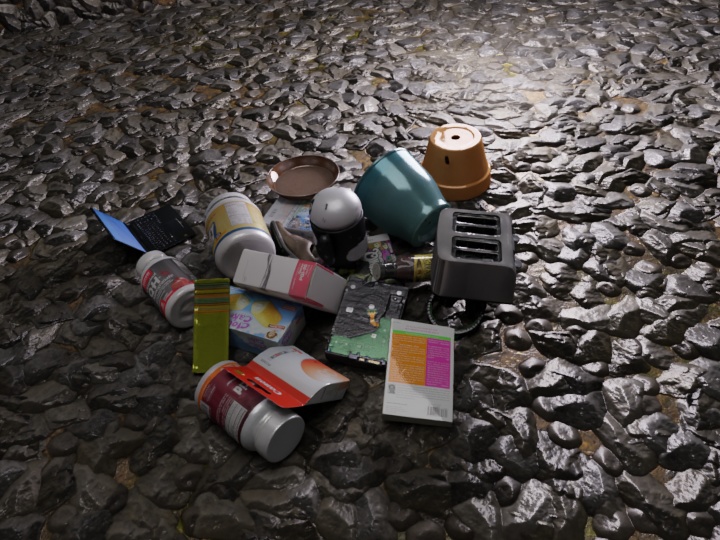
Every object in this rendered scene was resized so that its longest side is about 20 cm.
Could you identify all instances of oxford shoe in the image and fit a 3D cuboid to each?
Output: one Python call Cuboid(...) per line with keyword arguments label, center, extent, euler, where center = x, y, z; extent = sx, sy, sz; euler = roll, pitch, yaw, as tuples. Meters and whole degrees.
Cuboid(label="oxford shoe", center=(-0.161, -0.055, 1.579), extent=(0.084, 0.073, 0.200), euler=(-24, 58, -21))

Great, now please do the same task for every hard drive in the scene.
Cuboid(label="hard drive", center=(0.017, 0.112, 1.372), extent=(0.139, 0.038, 0.200), euler=(10, 54, 11))

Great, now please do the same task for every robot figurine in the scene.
Cuboid(label="robot figurine", center=(-0.051, -0.094, 1.454), extent=(0.125, 0.200, 0.150), euler=(-21, 45, -12))

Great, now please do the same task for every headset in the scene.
Cuboid(label="headset", center=(0.225, 0.064, 1.418), extent=(0.123, 0.094, 0.200), euler=(21, 64, 21))

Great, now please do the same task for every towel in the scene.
Cuboid(label="towel", center=(-0.317, 0.116, 1.360), extent=(0.086, 0.018, 0.200), euler=(-5, 77, 18))

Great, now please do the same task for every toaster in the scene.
Cuboid(label="toaster", center=(0.235, -0.031, 1.363), extent=(0.200, 0.119, 0.181), euler=(6, 43, 5))

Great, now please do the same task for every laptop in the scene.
Cuboid(label="laptop", center=(-0.568, -0.129, 1.677), extent=(0.200, 0.103, 0.177), euler=(-30, 48, -23))

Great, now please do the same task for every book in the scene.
Cuboid(label="book", center=(0.116, 0.199, 1.257), extent=(0.133, 0.048, 0.200), euler=(6, 56, 2))

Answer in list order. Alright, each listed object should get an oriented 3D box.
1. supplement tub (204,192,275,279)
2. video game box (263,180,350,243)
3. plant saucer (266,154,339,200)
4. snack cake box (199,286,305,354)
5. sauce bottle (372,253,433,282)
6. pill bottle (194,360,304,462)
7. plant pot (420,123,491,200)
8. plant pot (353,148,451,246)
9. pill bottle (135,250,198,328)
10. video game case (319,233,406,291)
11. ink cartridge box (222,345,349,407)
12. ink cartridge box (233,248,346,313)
Cuboid(label="supplement tub", center=(-0.299, -0.087, 1.570), extent=(0.144, 0.145, 0.200), euler=(-18, 44, -12))
Cuboid(label="video game box", center=(-0.141, -0.157, 1.699), extent=(0.182, 0.047, 0.200), euler=(9, 45, 20))
Cuboid(label="plant saucer", center=(-0.155, -0.248, 1.743), extent=(0.200, 0.035, 0.200), euler=(-3, 41, 3))
Cuboid(label="snack cake box", center=(-0.235, 0.113, 1.406), extent=(0.200, 0.067, 0.115), euler=(13, 45, 20))
Cuboid(label="sauce bottle", center=(0.124, -0.003, 1.452), extent=(0.200, 0.066, 0.066), euler=(-6, 40, -24))
Cuboid(label="pill bottle", center=(-0.208, 0.264, 1.206), extent=(0.200, 0.114, 0.114), euler=(29, 53, 31))
Cuboid(label="plant pot", center=(0.255, -0.303, 1.739), extent=(0.200, 0.140, 0.200), euler=(-4, 43, 4))
Cuboid(label="plant pot", center=(0.115, -0.165, 1.584), extent=(0.200, 0.200, 0.188), euler=(-33, 64, -26))
Cuboid(label="pill bottle", center=(-0.437, 0.036, 1.480), extent=(0.111, 0.111, 0.200), euler=(-32, 49, -25))
Cuboid(label="video game case", center=(0.000, 0.000, 1.521), extent=(0.181, 0.036, 0.200), euler=(-11, 43, -3))
Cuboid(label="ink cartridge box", center=(-0.139, 0.198, 1.233), extent=(0.162, 0.200, 0.050), euler=(26, 97, 30))
Cuboid(label="ink cartridge box", center=(-0.155, 0.023, 1.406), extent=(0.200, 0.146, 0.083), euler=(12, 80, 29))
